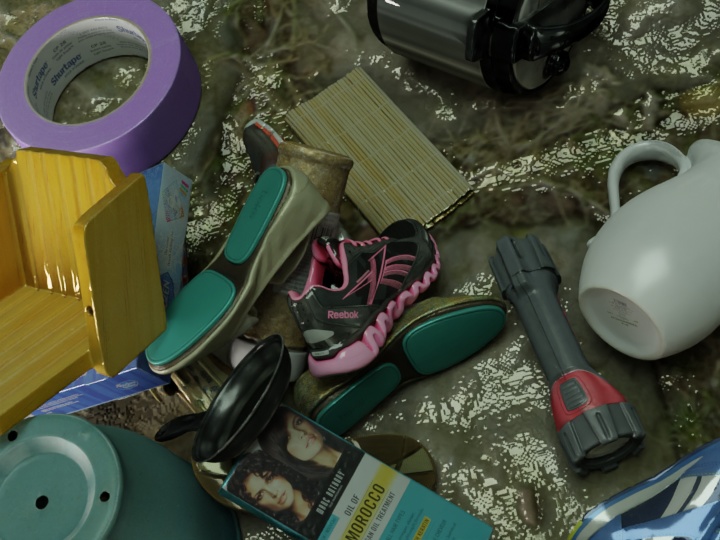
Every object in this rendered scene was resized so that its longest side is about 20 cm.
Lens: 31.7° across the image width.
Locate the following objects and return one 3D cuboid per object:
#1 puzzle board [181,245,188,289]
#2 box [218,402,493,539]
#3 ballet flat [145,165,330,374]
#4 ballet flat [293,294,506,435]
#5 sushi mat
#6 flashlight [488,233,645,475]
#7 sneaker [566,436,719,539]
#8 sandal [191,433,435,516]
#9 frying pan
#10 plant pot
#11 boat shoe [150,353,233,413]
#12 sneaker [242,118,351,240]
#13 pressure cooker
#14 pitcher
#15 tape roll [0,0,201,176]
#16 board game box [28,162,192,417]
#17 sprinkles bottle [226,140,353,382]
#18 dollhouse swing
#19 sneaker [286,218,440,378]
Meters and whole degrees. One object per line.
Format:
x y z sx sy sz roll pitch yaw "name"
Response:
-0.264 -0.002 1.226 0.199 0.017 0.151 -13 59 8 "puzzle board"
-0.004 0.185 0.982 0.200 0.049 0.082 30 73 -1 "box"
-0.094 0.009 1.030 0.069 0.069 0.200 37 92 29 "ballet flat"
0.029 0.067 1.084 0.200 0.071 0.071 -33 58 -4 "ballet flat"
0.015 -0.111 1.214 0.096 0.012 0.200 -35 58 -7 "sushi mat"
0.167 0.066 1.042 0.068 0.068 0.200 -5 54 -21 "flashlight"
0.257 0.184 0.952 0.200 0.074 0.082 -32 60 5 "sneaker"
-0.039 0.169 1.042 0.199 0.054 0.081 3 63 -8 "sandal"
-0.112 0.122 0.983 0.190 0.031 0.115 -44 19 31 "frying pan"
-0.217 0.207 0.996 0.199 0.188 0.201 -7 60 12 "plant pot"
-0.149 0.100 1.105 0.200 0.073 0.063 34 75 27 "boat shoe"
-0.075 -0.058 1.174 0.082 0.077 0.200 -34 58 2 "sneaker"
0.128 -0.258 1.174 0.200 0.179 0.176 26 86 26 "pressure cooker"
0.250 -0.030 1.055 0.171 0.121 0.200 20 56 42 "pitcher"
-0.268 -0.187 1.303 0.199 0.066 0.201 -6 61 11 "tape roll"
-0.243 0.024 1.131 0.199 0.043 0.200 -18 55 33 "board game box"
-0.060 -0.008 1.093 0.068 0.068 0.201 16 95 23 "sprinkles bottle"
-0.288 0.012 1.006 0.200 0.182 0.175 11 23 43 "dollhouse swing"
0.000 0.000 1.068 0.079 0.096 0.200 -19 22 36 "sneaker"
